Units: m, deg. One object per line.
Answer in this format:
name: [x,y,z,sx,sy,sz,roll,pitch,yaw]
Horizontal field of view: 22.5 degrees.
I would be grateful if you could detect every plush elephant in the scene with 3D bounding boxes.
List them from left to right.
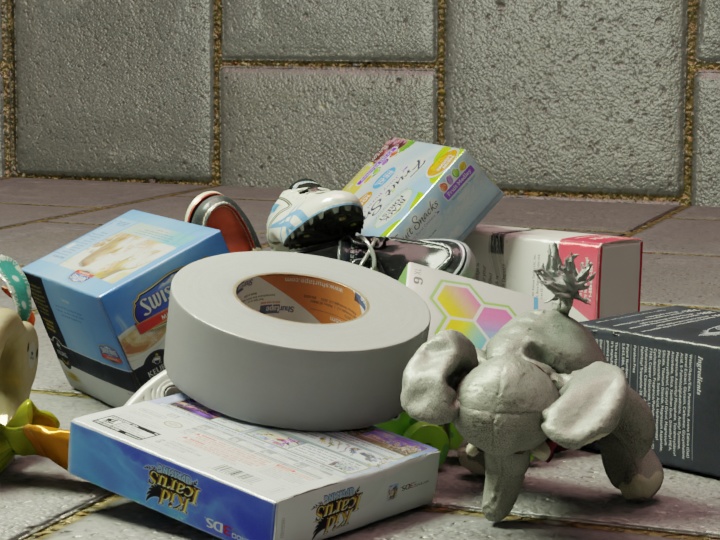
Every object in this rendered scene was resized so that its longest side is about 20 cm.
plush elephant: [0.117,0.101,1.273,0.164,0.201,0.155,12,31,27]

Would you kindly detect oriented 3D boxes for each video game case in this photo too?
video game case: [-0.076,0.137,1.291,0.199,0.046,0.181,17,18,37]

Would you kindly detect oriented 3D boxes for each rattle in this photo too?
rattle: [-0.237,0.071,1.409,0.142,0.131,0.200,-10,28,14]

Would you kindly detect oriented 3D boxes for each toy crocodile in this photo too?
toy crocodile: [0.076,0.120,1.433,0.199,0.062,0.067,-2,8,-14]

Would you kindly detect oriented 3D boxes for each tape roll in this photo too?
tape roll: [-0.049,0.050,1.380,0.199,0.067,0.200,8,20,-3]

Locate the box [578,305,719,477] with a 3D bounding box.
box: [0.288,0.096,1.456,0.147,0.105,0.199,-6,11,-42]

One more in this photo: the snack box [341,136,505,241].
snack box: [0.028,-0.045,1.748,0.169,0.068,0.200,-47,21,-9]

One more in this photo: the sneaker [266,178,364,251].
sneaker: [-0.046,-0.053,1.651,0.071,0.073,0.200,-5,-5,-16]

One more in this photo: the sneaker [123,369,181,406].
sneaker: [-0.117,0.114,1.499,0.199,0.073,0.112,-31,-17,-25]

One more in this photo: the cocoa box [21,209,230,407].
cocoa box: [-0.197,0.037,1.633,0.133,0.132,0.200,-30,21,-24]

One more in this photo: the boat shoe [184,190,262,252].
boat shoe: [-0.109,0.020,1.690,0.071,0.201,0.062,-27,29,-23]

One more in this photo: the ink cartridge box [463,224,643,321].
ink cartridge box: [0.164,0.034,1.743,0.199,0.146,0.084,7,8,39]

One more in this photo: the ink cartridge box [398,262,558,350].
ink cartridge box: [0.072,0.059,1.519,0.199,0.059,0.104,16,45,-9]

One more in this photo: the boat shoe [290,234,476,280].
boat shoe: [0.000,0.000,1.591,0.199,0.072,0.068,-8,-38,18]
